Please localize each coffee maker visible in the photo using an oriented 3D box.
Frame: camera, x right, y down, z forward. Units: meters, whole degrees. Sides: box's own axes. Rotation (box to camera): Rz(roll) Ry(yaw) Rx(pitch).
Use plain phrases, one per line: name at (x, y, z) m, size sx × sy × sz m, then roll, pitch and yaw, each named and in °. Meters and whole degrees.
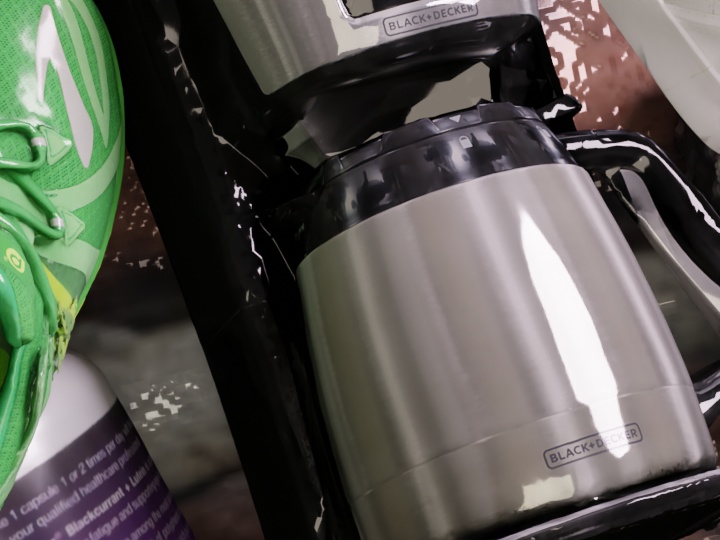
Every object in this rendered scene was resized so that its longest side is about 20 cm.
coffee maker at (0.000, 0.000, 0.781) m, size 0.135 × 0.192 × 0.200 m, roll -8°, pitch 74°, yaw -44°

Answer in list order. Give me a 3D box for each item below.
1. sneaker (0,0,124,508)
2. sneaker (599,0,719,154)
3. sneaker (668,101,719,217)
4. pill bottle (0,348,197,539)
sneaker at (-0.097, 0.001, 0.710) m, size 0.074 × 0.084 × 0.200 m, roll 19°, pitch 63°, yaw -15°
sneaker at (0.090, -0.133, 0.730) m, size 0.115 × 0.074 × 0.200 m, roll -29°, pitch 118°, yaw 23°
sneaker at (0.151, 0.022, 0.839) m, size 0.082 × 0.075 × 0.200 m, roll -12°, pitch 95°, yaw -5°
pill bottle at (-0.100, 0.091, 0.795) m, size 0.111 × 0.111 × 0.200 m, roll -29°, pitch 98°, yaw -4°
